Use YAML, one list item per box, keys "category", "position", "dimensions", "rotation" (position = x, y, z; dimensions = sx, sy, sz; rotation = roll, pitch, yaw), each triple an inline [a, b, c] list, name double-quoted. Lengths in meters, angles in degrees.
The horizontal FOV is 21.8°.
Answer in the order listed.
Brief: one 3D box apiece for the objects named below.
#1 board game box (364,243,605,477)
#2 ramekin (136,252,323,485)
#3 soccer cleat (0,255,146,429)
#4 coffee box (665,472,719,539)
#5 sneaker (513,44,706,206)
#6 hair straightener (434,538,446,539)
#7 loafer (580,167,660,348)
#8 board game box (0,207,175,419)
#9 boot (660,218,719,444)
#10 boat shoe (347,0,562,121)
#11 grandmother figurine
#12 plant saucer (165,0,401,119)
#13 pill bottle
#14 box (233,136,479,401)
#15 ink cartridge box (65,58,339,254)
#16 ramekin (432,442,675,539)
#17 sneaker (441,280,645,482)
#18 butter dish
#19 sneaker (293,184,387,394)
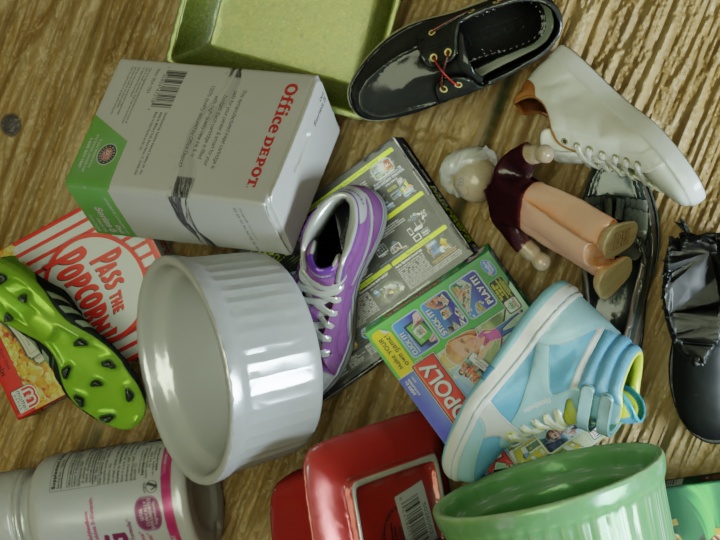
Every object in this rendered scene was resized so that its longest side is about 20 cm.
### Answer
- category: "board game box"
  position: [0.115, 0.095, 1.653]
  dimensions: [0.134, 0.029, 0.200]
  rotation: [-35, 100, 10]
- category: "ramekin"
  position: [-0.113, 0.079, 1.622]
  dimensions: [0.098, 0.200, 0.201]
  rotation: [-11, 90, -28]
- category: "soccer cleat"
  position: [-0.264, 0.060, 1.692]
  dimensions: [0.200, 0.081, 0.068]
  rotation: [45, 107, -4]
- category: "coffee box"
  position: [0.327, 0.236, 1.628]
  dimensions: [0.199, 0.044, 0.123]
  rotation: [-8, 90, 13]
- category: "sneaker"
  position: [0.210, -0.105, 1.605]
  dimensions: [0.085, 0.073, 0.200]
  rotation: [-43, 57, -1]
- category: "hair straightener"
  position: [0.072, 0.249, 1.618]
  dimensions: [0.041, 0.200, 0.077]
  rotation: [-22, 84, 45]
- category: "loafer"
  position: [0.224, -0.001, 1.632]
  dimensions: [0.072, 0.063, 0.201]
  rotation: [1, 93, 12]
- category: "board game box"
  position: [-0.263, 0.028, 1.751]
  dimensions: [0.200, 0.046, 0.152]
  rotation: [-28, 86, 12]
- category: "boot"
  position: [0.291, 0.055, 1.569]
  dimensions: [0.073, 0.162, 0.199]
  rotation: [0, 92, 14]
- category: "boat shoe"
  position: [0.082, -0.189, 1.633]
  dimensions: [0.201, 0.063, 0.074]
  rotation: [-25, 106, 0]
- category: "grandmother figurine"
  position: [0.147, -0.057, 1.616]
  dimensions: [0.200, 0.060, 0.122]
  rotation: [30, 122, 37]
- category: "plant saucer"
  position: [-0.056, -0.256, 1.693]
  dimensions: [0.199, 0.048, 0.200]
  rotation: [17, 96, 12]
- category: "pill bottle"
  position: [-0.236, 0.220, 1.719]
  dimensions: [0.199, 0.113, 0.114]
  rotation: [-9, 90, 13]
- category: "box"
  position: [0.000, 0.000, 1.693]
  dimensions: [0.200, 0.044, 0.160]
  rotation: [-36, 84, 11]
- category: "ink cartridge box"
  position: [-0.137, -0.102, 1.652]
  dimensions: [0.200, 0.084, 0.146]
  rotation: [8, 59, 22]
- category: "ramekin"
  position: [0.168, 0.220, 1.556]
  dimensions: [0.200, 0.200, 0.098]
  rotation: [-15, 94, 13]
- category: "sneaker"
  position: [0.163, 0.123, 1.584]
  dimensions: [0.130, 0.080, 0.200]
  rotation: [36, 105, 17]
- category: "butter dish"
  position: [-0.015, 0.239, 1.654]
  dimensions: [0.148, 0.199, 0.201]
  rotation: [-9, 92, 39]
- category: "sneaker"
  position: [-0.040, 0.021, 1.622]
  dimensions: [0.072, 0.114, 0.201]
  rotation: [16, 97, 10]
